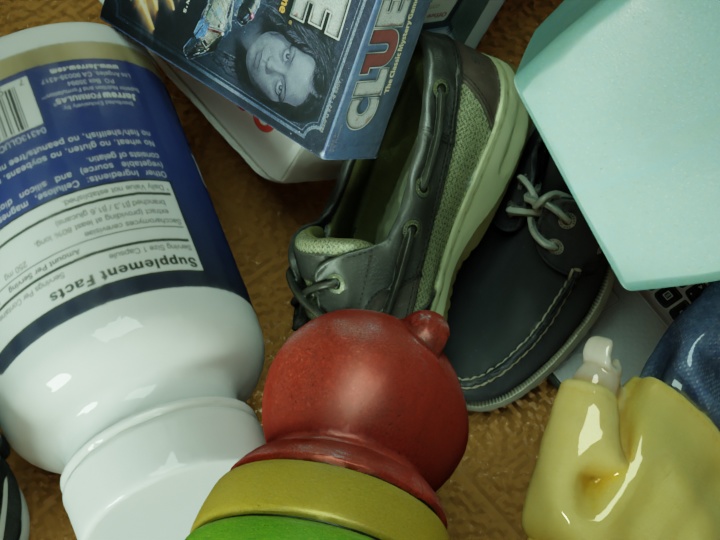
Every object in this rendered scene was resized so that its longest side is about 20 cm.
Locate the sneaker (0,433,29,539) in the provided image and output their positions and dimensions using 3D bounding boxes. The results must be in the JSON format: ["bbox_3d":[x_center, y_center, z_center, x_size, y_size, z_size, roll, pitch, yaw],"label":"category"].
[{"bbox_3d":[-0.186,0.143,1.004,0.072,0.112,0.201,11,64,9],"label":"sneaker"}]

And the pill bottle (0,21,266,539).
[{"bbox_3d":[-0.103,0.011,1.070,0.110,0.111,0.201,-19,64,-7],"label":"pill bottle"}]

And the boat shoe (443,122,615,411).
[{"bbox_3d":[0.078,-0.037,1.077,0.072,0.063,0.201,34,96,26],"label":"boat shoe"}]

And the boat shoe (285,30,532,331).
[{"bbox_3d":[0.001,0.000,1.065,0.072,0.066,0.202,19,83,57],"label":"boat shoe"}]

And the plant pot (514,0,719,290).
[{"bbox_3d":[0.165,-0.083,0.973,0.199,0.141,0.142,-28,100,16],"label":"plant pot"}]

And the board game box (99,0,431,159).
[{"bbox_3d":[-0.018,-0.162,1.030,0.135,0.201,0.034,33,23,34],"label":"board game box"}]

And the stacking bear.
[{"bbox_3d":[-0.012,0.108,0.964,0.121,0.113,0.201,-19,48,43],"label":"stacking bear"}]

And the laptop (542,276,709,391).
[{"bbox_3d":[0.139,-0.054,1.092,0.199,0.116,0.188,-33,65,-14],"label":"laptop"}]

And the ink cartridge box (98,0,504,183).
[{"bbox_3d":[-0.006,-0.157,1.099,0.086,0.201,0.147,-8,47,-49],"label":"ink cartridge box"}]

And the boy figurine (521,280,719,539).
[{"bbox_3d":[0.108,0.086,1.002,0.200,0.124,0.064,-52,29,-13],"label":"boy figurine"}]
